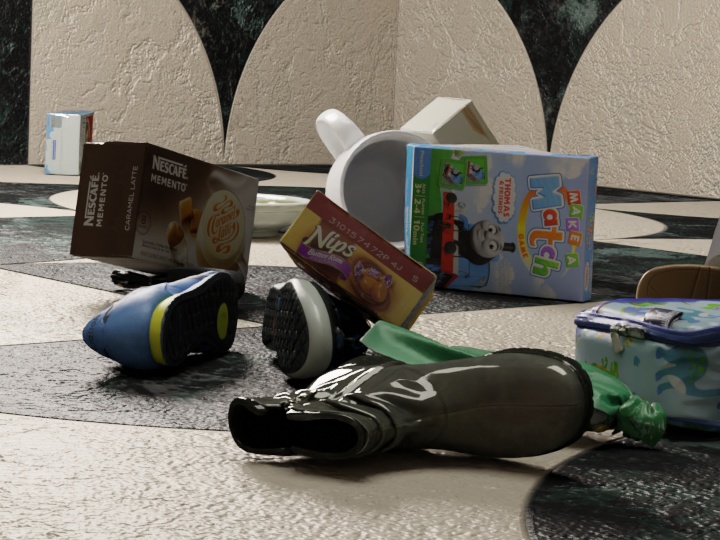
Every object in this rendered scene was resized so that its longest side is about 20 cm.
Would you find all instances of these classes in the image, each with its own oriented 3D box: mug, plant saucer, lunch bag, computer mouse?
[{"bbox_3d":[0.012,-0.119,2.463,0.147,0.200,0.175,-38,7,-9],"label":"mug"},{"bbox_3d":[-0.163,-0.074,2.604,0.198,0.051,0.200,3,6,0],"label":"plant saucer"},{"bbox_3d":[0.258,0.065,1.384,0.198,0.083,0.161,1,4,-25],"label":"lunch bag"},{"bbox_3d":[-0.181,0.017,1.887,0.058,0.034,0.199,10,-6,-38],"label":"computer mouse"}]

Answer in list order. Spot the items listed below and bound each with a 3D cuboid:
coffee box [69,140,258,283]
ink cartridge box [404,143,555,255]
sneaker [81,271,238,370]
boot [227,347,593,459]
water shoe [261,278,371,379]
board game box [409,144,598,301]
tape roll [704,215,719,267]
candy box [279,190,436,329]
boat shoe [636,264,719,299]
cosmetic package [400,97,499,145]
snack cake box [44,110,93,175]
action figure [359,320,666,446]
[{"bbox_3d":[-0.191,-0.055,1.929,0.079,0.115,0.200,3,-7,30],"label":"coffee box"},{"bbox_3d":[0.140,-0.070,2.254,0.146,0.146,0.200,1,6,-9],"label":"ink cartridge box"},{"bbox_3d":[-0.153,0.037,1.524,0.078,0.067,0.200,1,5,17],"label":"sneaker"},{"bbox_3d":[0.029,0.091,1.162,0.199,0.068,0.130,-2,7,33],"label":"boot"},{"bbox_3d":[-0.026,0.042,1.502,0.078,0.072,0.200,7,6,-11],"label":"water shoe"},{"bbox_3d":[0.150,-0.052,2.066,0.198,0.153,0.037,5,7,23],"label":"board game box"},{"bbox_3d":[0.410,-0.002,1.729,0.199,0.067,0.200,19,-17,6],"label":"tape roll"},{"bbox_3d":[0.000,0.000,1.573,0.116,0.057,0.200,37,-4,5],"label":"candy box"},{"bbox_3d":[0.334,0.042,1.702,0.198,0.074,0.063,14,-4,-4],"label":"boat shoe"},{"bbox_3d":[0.147,-0.121,2.487,0.071,0.201,0.105,-40,22,-14],"label":"cosmetic package"},{"bbox_3d":[-0.557,-0.246,3.720,0.067,0.116,0.200,2,6,-1],"label":"snack cake box"},{"bbox_3d":[0.109,0.079,1.295,0.199,0.055,0.118,13,9,25],"label":"action figure"}]
